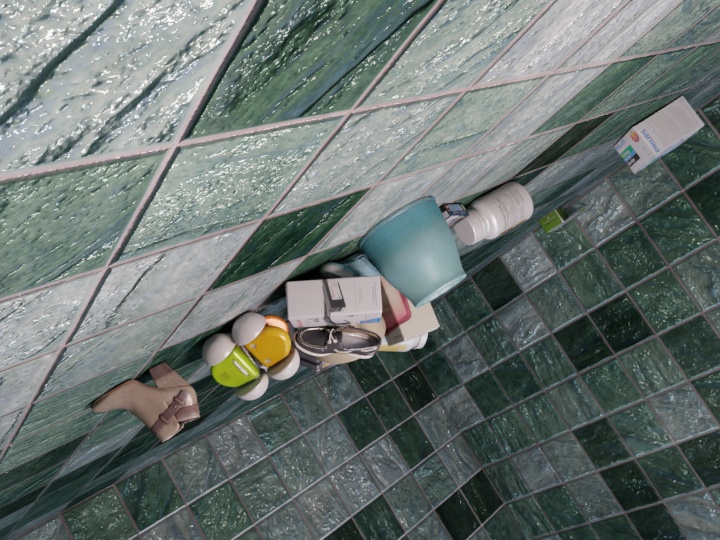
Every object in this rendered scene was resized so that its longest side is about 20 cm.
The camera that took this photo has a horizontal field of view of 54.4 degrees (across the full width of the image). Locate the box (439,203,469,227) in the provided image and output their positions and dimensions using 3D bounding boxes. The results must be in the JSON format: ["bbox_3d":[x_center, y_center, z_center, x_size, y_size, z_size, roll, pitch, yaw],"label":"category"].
[{"bbox_3d":[0.166,-0.097,1.768,0.200,0.038,0.137,-37,169,25],"label":"box"}]

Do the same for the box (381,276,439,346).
[{"bbox_3d":[0.103,0.083,1.836,0.109,0.200,0.128,-19,172,-21],"label":"box"}]

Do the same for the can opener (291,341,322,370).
[{"bbox_3d":[-0.194,0.209,1.754,0.067,0.200,0.053,-53,155,-48],"label":"can opener"}]

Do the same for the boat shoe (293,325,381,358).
[{"bbox_3d":[-0.049,0.157,1.579,0.200,0.074,0.060,12,148,-17],"label":"boat shoe"}]

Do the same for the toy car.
[{"bbox_3d":[-0.245,0.175,1.570,0.200,0.175,0.150,-34,-153,10],"label":"toy car"}]

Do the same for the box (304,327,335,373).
[{"bbox_3d":[-0.068,0.156,1.842,0.158,0.200,0.048,-27,129,14],"label":"box"}]

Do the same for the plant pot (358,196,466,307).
[{"bbox_3d":[0.127,-0.029,1.540,0.200,0.188,0.200,-30,170,-6],"label":"plant pot"}]

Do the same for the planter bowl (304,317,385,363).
[{"bbox_3d":[-0.051,0.109,1.703,0.200,0.200,0.135,-30,126,-14],"label":"planter bowl"}]

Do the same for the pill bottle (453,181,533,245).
[{"bbox_3d":[0.351,-0.148,1.866,0.200,0.114,0.114,-28,170,-23],"label":"pill bottle"}]

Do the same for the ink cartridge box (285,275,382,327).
[{"bbox_3d":[-0.057,0.070,1.524,0.200,0.084,0.145,-4,167,-1],"label":"ink cartridge box"}]

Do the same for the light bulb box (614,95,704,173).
[{"bbox_3d":[0.998,-0.452,2.356,0.200,0.125,0.198,-32,171,-4],"label":"light bulb box"}]

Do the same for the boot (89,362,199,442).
[{"bbox_3d":[-0.444,0.294,1.472,0.200,0.146,0.070,-30,172,-8],"label":"boot"}]

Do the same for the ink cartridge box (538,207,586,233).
[{"bbox_3d":[0.961,-0.265,3.322,0.200,0.076,0.148,-39,168,28],"label":"ink cartridge box"}]

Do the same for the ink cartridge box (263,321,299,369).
[{"bbox_3d":[-0.260,0.224,1.895,0.200,0.083,0.147,-34,171,9],"label":"ink cartridge box"}]

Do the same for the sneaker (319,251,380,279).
[{"bbox_3d":[-0.022,-0.007,1.590,0.074,0.082,0.200,0,169,32],"label":"sneaker"}]

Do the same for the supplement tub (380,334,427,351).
[{"bbox_3d":[0.075,0.154,1.956,0.200,0.146,0.145,4,157,-18],"label":"supplement tub"}]
